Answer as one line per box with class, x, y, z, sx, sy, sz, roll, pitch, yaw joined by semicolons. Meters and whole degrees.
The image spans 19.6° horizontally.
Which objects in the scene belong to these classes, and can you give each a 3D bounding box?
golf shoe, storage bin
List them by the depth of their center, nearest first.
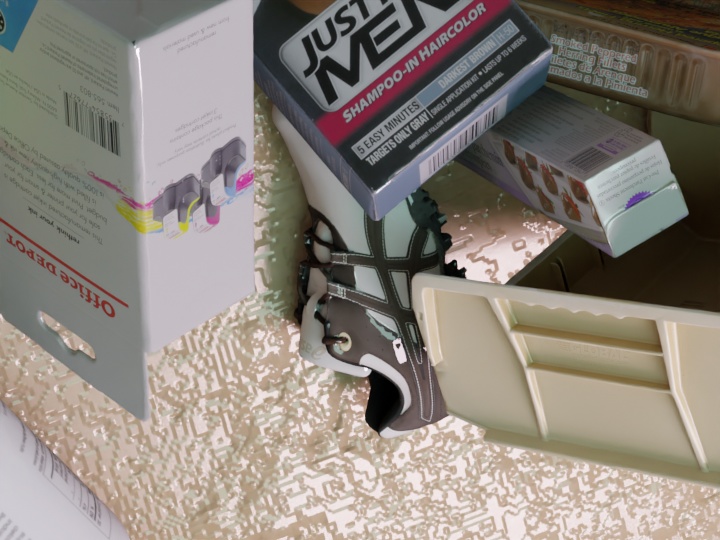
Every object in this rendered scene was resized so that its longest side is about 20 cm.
storage bin;0.158;-0.002;0.955;0.200;0.198;0.094;-39;123;-37
golf shoe;0.000;0.000;1.006;0.094;0.078;0.200;-36;115;-5

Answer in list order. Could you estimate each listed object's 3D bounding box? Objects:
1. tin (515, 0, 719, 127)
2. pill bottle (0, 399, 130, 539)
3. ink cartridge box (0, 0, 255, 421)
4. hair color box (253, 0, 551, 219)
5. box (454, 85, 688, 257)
tin;0.130;-0.106;0.960;0.112;0.200;0.042;-17;122;-58
pill bottle;-0.178;0.129;0.964;0.113;0.113;0.200;-42;116;-3
ink cartridge box;-0.107;-0.047;0.907;0.068;0.115;0.200;-31;139;-35
hair color box;-0.020;-0.132;0.905;0.099;0.061;0.200;-39;81;-5
box;0.085;-0.055;0.949;0.041;0.200;0.039;-28;112;-10
